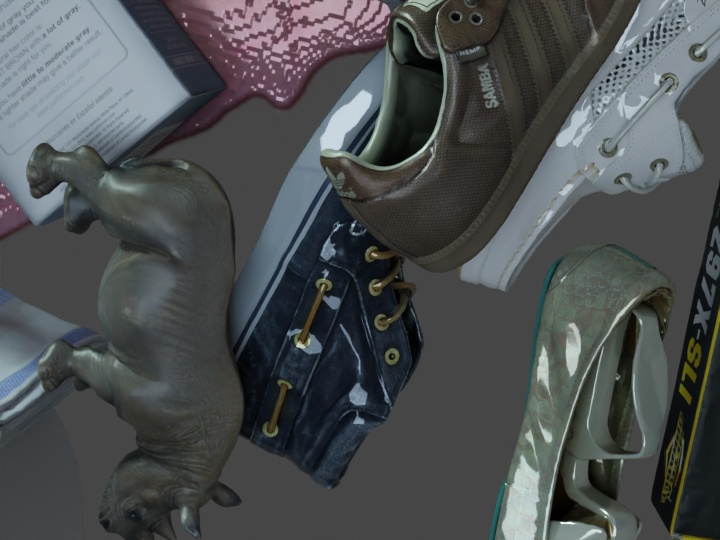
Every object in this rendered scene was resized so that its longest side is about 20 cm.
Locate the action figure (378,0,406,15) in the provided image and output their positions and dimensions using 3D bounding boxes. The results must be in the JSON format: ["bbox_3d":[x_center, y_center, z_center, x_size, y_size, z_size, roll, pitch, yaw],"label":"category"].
[{"bbox_3d":[-0.048,-0.209,0.747,0.192,0.105,0.201,18,86,-9],"label":"action figure"}]

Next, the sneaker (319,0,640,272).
[{"bbox_3d":[0.055,-0.100,0.725,0.075,0.070,0.201,33,77,-31],"label":"sneaker"}]

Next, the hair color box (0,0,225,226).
[{"bbox_3d":[-0.164,-0.132,0.821,0.099,0.061,0.200,-37,91,16],"label":"hair color box"}]

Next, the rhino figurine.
[{"bbox_3d":[-0.092,0.043,0.782,0.087,0.060,0.202,2,105,17],"label":"rhino figurine"}]

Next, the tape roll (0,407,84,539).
[{"bbox_3d":[-0.247,0.126,0.844,0.201,0.139,0.204,2,101,12],"label":"tape roll"}]

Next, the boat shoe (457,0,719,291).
[{"bbox_3d":[0.117,-0.064,0.766,0.069,0.071,0.201,36,104,4],"label":"boat shoe"}]

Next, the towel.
[{"bbox_3d":[-0.221,0.012,0.813,0.199,0.147,0.024,28,109,7],"label":"towel"}]

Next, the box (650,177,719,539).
[{"bbox_3d":[0.221,0.025,0.751,0.159,0.049,0.201,10,102,-4],"label":"box"}]

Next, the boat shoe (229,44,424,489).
[{"bbox_3d":[0.000,0.000,0.807,0.091,0.071,0.201,32,112,5],"label":"boat shoe"}]

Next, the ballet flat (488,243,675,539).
[{"bbox_3d":[0.099,0.089,0.793,0.062,0.067,0.201,17,105,42],"label":"ballet flat"}]
